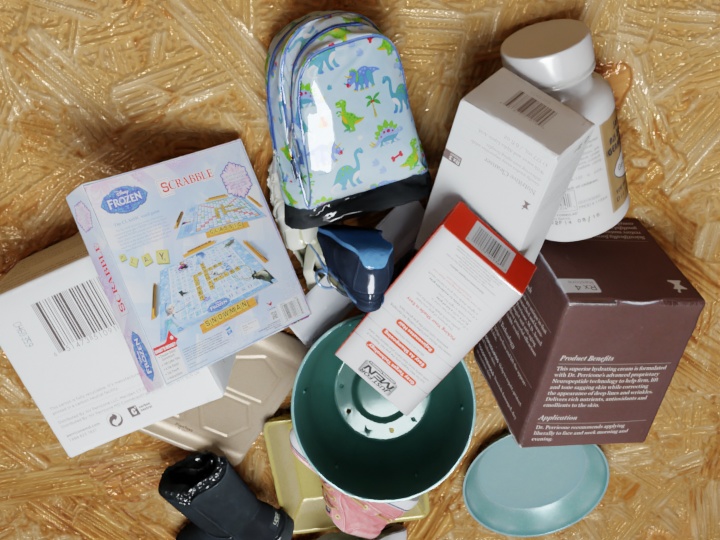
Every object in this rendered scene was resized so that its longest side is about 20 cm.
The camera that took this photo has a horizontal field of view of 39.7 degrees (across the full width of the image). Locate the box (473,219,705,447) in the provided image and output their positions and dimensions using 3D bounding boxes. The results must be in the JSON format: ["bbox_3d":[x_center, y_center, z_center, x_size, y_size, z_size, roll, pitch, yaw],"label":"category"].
[{"bbox_3d":[0.245,0.067,1.111,0.163,0.165,0.202,2,124,-17],"label":"box"}]

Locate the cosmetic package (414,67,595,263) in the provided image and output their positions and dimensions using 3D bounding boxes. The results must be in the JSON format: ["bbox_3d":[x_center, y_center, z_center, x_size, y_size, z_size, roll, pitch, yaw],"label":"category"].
[{"bbox_3d":[0.135,-0.078,0.971,0.112,0.081,0.202,35,138,20],"label":"cosmetic package"}]

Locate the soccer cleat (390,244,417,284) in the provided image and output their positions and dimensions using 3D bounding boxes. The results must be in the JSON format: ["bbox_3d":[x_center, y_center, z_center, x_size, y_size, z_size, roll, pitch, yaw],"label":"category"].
[{"bbox_3d":[0.102,-0.030,1.113,0.068,0.073,0.200,45,92,9],"label":"soccer cleat"}]

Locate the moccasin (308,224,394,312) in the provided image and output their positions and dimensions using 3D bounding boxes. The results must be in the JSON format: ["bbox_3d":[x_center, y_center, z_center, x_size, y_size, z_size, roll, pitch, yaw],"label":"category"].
[{"bbox_3d":[-0.012,-0.005,0.982,0.079,0.200,0.069,3,100,-4],"label":"moccasin"}]

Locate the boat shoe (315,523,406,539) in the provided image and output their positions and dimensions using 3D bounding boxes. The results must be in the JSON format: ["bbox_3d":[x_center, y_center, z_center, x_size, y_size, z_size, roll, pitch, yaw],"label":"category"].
[{"bbox_3d":[0.005,0.378,1.306,0.073,0.199,0.068,2,86,35],"label":"boat shoe"}]

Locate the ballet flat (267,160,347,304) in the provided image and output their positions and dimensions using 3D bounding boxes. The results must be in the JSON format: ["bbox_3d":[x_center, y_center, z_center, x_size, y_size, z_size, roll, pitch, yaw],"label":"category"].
[{"bbox_3d":[-0.050,-0.028,1.092,0.071,0.072,0.202,-20,123,10],"label":"ballet flat"}]

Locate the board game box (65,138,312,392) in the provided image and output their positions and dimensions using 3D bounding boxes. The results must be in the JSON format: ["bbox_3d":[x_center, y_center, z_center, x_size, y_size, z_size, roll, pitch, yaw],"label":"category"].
[{"bbox_3d":[-0.163,-0.011,0.988,0.041,0.199,0.202,-21,92,46],"label":"board game box"}]

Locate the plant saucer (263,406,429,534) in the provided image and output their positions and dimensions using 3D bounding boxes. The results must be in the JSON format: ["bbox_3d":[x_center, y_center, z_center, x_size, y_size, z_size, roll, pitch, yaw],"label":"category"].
[{"bbox_3d":[-0.015,0.246,1.294,0.197,0.049,0.202,-7,123,1],"label":"plant saucer"}]

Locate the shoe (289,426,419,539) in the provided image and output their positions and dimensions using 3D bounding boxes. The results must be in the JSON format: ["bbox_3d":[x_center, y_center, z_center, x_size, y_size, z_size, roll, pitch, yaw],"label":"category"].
[{"bbox_3d":[-0.026,0.265,1.234,0.199,0.072,0.091,33,113,-26],"label":"shoe"}]

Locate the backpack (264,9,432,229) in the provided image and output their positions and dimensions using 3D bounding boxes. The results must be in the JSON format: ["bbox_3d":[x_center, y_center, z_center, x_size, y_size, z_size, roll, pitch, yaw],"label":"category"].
[{"bbox_3d":[-0.017,-0.153,0.977,0.161,0.154,0.203,-14,97,-10],"label":"backpack"}]

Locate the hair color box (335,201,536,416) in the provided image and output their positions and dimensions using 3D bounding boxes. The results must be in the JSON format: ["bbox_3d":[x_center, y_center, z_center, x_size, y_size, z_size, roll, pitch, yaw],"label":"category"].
[{"bbox_3d":[0.071,0.041,0.976,0.101,0.061,0.200,40,125,1],"label":"hair color box"}]

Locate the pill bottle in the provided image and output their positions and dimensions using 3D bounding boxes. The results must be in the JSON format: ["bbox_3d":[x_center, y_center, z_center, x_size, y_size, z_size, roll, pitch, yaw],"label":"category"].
[{"bbox_3d":[0.204,-0.142,1.012,0.113,0.115,0.202,-15,121,6],"label":"pill bottle"}]

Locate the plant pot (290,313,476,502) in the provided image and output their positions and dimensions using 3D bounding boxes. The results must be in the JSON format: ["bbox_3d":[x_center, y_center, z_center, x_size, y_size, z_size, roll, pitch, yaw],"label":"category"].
[{"bbox_3d":[0.025,0.145,1.137,0.197,0.161,0.204,0,90,1],"label":"plant pot"}]

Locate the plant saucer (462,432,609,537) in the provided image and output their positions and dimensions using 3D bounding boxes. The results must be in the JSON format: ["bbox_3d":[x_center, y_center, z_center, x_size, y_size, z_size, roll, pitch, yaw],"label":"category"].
[{"bbox_3d":[0.232,0.275,1.337,0.196,0.036,0.202,-1,124,-2],"label":"plant saucer"}]

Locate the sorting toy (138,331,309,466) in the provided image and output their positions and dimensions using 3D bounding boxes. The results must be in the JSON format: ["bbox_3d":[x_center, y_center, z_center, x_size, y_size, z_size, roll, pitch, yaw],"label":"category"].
[{"bbox_3d":[-0.183,0.133,1.219,0.183,0.037,0.201,25,114,-19],"label":"sorting toy"}]

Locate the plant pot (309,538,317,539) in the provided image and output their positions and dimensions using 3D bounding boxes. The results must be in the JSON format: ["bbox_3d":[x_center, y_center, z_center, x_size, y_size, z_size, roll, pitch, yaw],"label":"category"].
[{"bbox_3d":[-0.111,0.464,1.354,0.187,0.201,0.203,-25,123,-6],"label":"plant pot"}]

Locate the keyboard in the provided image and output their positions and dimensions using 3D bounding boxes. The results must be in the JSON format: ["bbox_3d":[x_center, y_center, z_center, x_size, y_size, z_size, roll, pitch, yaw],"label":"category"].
[{"bbox_3d":[0.000,0.000,1.101,0.200,0.011,0.056,-45,123,-8],"label":"keyboard"}]

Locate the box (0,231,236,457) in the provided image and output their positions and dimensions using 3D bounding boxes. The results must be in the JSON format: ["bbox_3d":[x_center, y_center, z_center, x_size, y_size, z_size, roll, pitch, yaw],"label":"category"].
[{"bbox_3d":[-0.264,0.060,1.082,0.196,0.131,0.202,-22,110,11],"label":"box"}]

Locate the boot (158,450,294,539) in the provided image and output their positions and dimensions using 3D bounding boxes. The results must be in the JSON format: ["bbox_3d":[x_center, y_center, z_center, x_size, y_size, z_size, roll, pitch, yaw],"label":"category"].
[{"bbox_3d":[-0.204,0.307,1.279,0.198,0.077,0.168,-18,129,31],"label":"boot"}]
